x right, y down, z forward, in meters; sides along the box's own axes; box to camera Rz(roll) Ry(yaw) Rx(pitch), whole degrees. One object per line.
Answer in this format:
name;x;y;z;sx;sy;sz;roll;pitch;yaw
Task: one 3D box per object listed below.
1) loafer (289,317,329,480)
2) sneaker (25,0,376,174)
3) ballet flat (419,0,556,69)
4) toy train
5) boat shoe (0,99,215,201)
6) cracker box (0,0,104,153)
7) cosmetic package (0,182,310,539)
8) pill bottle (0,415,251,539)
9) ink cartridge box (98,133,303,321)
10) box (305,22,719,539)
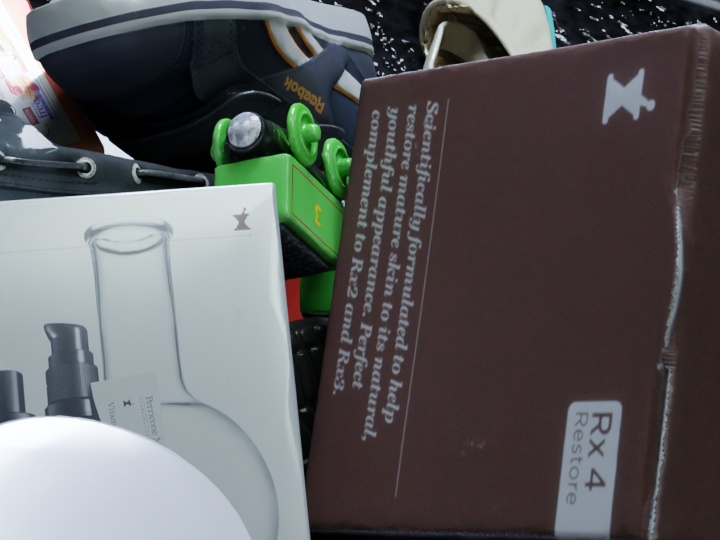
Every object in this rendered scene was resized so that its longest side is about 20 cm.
loafer;-0.084;0.075;0.927;0.199;0.071;0.074;-15;86;-30
sneaker;-0.047;-0.061;0.992;0.200;0.078;0.080;2;77;-60
ballet flat;0.059;-0.065;1.159;0.069;0.070;0.200;14;29;-16
toy train;0.000;0.000;0.980;0.200;0.041;0.057;42;42;-57
boat shoe;-0.121;-0.025;0.909;0.198;0.074;0.067;10;63;-27
cracker box;-0.211;-0.059;0.960;0.199;0.058;0.135;-15;64;-30
cosmetic package;-0.118;0.057;0.825;0.198;0.052;0.152;-5;75;-9
pill bottle;-0.101;0.140;0.719;0.119;0.201;0.120;16;39;-13
ink cartridge box;-0.040;-0.040;1.090;0.199;0.050;0.161;30;38;6
box;0.113;0.029;0.919;0.199;0.164;0.167;18;76;-39
